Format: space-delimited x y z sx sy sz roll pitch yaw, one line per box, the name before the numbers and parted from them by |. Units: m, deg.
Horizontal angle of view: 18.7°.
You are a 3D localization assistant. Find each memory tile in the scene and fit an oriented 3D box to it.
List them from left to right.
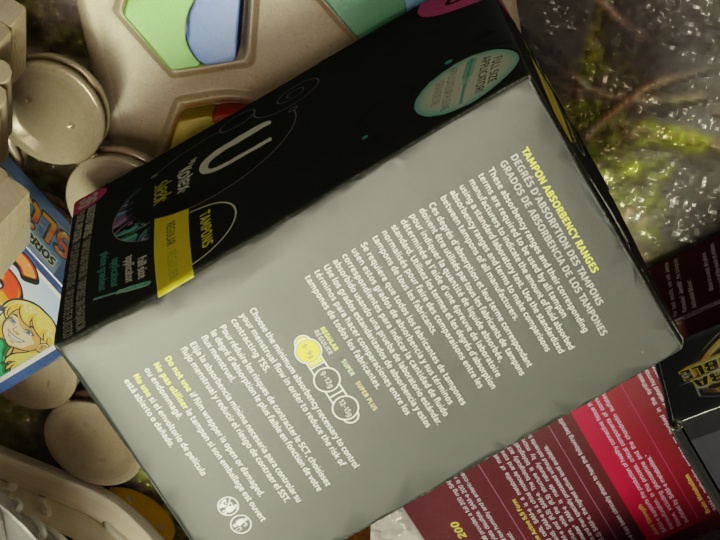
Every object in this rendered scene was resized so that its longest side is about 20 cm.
memory tile | -0.126 0.004 0.965 0.153 0.017 0.200 -24 114 31

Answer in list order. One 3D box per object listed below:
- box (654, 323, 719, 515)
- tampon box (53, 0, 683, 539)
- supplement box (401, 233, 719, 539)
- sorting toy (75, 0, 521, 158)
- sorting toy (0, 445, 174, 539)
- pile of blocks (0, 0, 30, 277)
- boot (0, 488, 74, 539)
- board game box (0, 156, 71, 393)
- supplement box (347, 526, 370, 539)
box | 0.249 0.072 0.913 0.199 0.050 0.199 -23 130 13
tampon box | 0.000 0.000 0.852 0.199 0.150 0.127 -30 111 7
supplement box | 0.116 0.071 0.980 0.199 0.061 0.109 -25 115 14
sorting toy | -0.023 -0.085 0.922 0.183 0.037 0.201 -8 117 7
sorting toy | -0.188 0.179 1.040 0.199 0.107 0.181 23 124 -9
pile of blocks | -0.169 -0.076 0.870 0.081 0.202 0.062 2 154 -8
boot | -0.164 0.116 0.931 0.095 0.202 0.073 1 162 -32
board game box | -0.213 -0.028 0.939 0.135 0.035 0.200 -30 110 33
supplement box | -0.034 0.148 0.951 0.066 0.201 0.069 -18 119 12
